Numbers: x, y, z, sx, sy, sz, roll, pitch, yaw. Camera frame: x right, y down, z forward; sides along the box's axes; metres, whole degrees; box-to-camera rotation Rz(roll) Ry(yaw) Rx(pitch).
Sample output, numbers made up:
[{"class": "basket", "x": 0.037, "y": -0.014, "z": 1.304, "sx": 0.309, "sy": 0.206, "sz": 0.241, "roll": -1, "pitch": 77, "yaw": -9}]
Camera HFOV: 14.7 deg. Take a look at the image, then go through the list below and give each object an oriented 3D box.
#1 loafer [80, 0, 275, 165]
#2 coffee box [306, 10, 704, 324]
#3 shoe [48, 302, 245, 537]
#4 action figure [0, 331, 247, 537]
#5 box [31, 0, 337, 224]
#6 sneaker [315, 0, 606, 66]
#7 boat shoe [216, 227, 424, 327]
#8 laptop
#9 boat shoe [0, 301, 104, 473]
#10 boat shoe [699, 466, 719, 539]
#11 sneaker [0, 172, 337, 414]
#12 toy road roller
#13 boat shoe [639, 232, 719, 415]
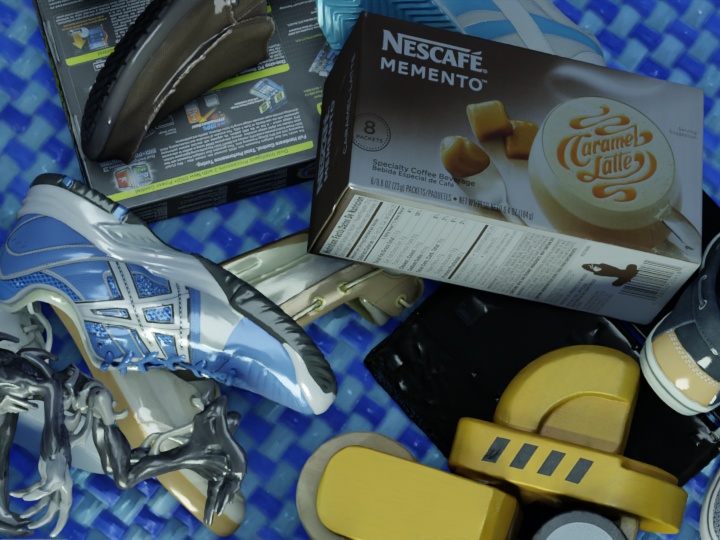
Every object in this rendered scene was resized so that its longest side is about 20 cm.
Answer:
[{"class": "loafer", "x": -0.081, "y": -0.134, "z": 1.547, "sx": 0.071, "sy": 0.073, "sz": 0.200, "roll": 38, "pitch": 83, "yaw": -14}, {"class": "coffee box", "x": 0.080, "y": -0.055, "z": 1.512, "sx": 0.200, "sy": 0.080, "sz": 0.115, "roll": 13, "pitch": 60, "yaw": -13}, {"class": "shoe", "x": -0.115, "y": 0.054, "z": 1.535, "sx": 0.053, "sy": 0.070, "sz": 0.200, "roll": -34, "pitch": 83, "yaw": 8}, {"class": "action figure", "x": -0.162, "y": 0.090, "z": 1.436, "sx": 0.200, "sy": 0.119, "sz": 0.102, "roll": 14, "pitch": 84, "yaw": -12}, {"class": "box", "x": -0.077, "y": -0.123, "z": 1.606, "sx": 0.200, "sy": 0.044, "sz": 0.160, "roll": -16, "pitch": 78, "yaw": -8}, {"class": "sneaker", "x": 0.056, "y": -0.134, "z": 1.575, "sx": 0.200, "sy": 0.076, "sz": 0.081, "roll": 28, "pitch": 45, "yaw": -28}, {"class": "boat shoe", "x": 0.000, "y": 0.000, "z": 1.570, "sx": 0.200, "sy": 0.074, "sz": 0.066, "roll": -22, "pitch": 90, "yaw": -7}, {"class": "laptop", "x": 0.139, "y": 0.047, "z": 1.594, "sx": 0.200, "sy": 0.103, "sz": 0.177, "roll": -45, "pitch": 81, "yaw": 13}, {"class": "boat shoe", "x": -0.205, "y": 0.033, "z": 1.547, "sx": 0.202, "sy": 0.075, "sz": 0.086, "roll": 28, "pitch": 71, "yaw": 14}, {"class": "boat shoe", "x": 0.272, "y": 0.087, "z": 1.548, "sx": 0.200, "sy": 0.093, "sz": 0.075, "roll": -43, "pitch": 82, "yaw": -13}, {"class": "sneaker", "x": -0.105, "y": 0.028, "z": 1.486, "sx": 0.200, "sy": 0.076, "sz": 0.077, "roll": 29, "pitch": 76, "yaw": 8}, {"class": "toy road roller", "x": 0.077, "y": 0.105, "z": 1.498, "sx": 0.200, "sy": 0.123, "sz": 0.146, "roll": 14, "pitch": 81, "yaw": 8}, {"class": "boat shoe", "x": 0.217, "y": 0.014, "z": 1.533, "sx": 0.075, "sy": 0.062, "sz": 0.200, "roll": 47, "pitch": 35, "yaw": 2}]
